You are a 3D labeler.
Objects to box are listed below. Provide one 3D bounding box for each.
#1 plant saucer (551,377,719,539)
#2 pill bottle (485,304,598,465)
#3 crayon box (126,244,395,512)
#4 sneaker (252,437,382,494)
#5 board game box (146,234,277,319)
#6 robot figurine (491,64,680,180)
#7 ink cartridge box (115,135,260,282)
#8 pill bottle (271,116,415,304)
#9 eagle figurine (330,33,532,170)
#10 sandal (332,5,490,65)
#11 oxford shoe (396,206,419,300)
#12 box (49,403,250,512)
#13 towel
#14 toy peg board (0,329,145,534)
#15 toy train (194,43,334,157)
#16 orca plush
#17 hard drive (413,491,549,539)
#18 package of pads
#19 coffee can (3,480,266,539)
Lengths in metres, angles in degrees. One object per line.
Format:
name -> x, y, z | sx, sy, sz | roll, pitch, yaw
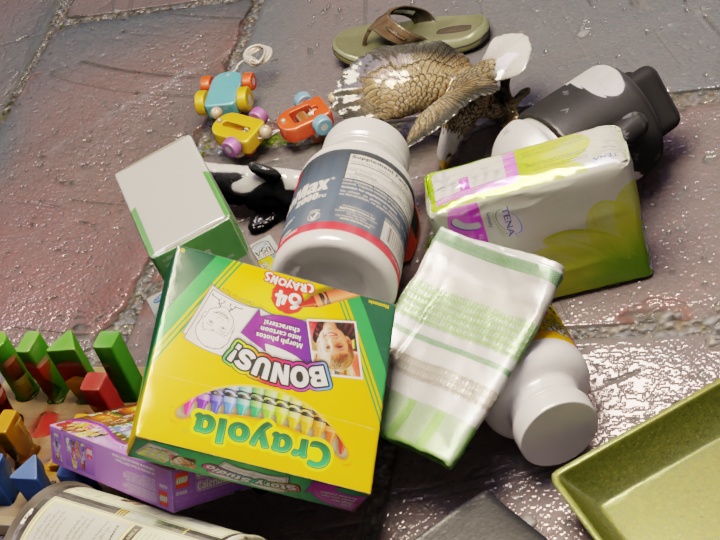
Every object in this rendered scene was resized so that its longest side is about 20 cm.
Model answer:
plant saucer -> 0.285, 0.194, 1.138 | 0.198, 0.048, 0.200 | -28, 41, -7
pill bottle -> 0.141, 0.079, 1.281 | 0.103, 0.105, 0.201 | -23, 41, -2
crayon box -> -0.079, 0.090, 1.190 | 0.197, 0.058, 0.175 | 15, 59, -12
sneaker -> -0.018, 0.151, 1.311 | 0.197, 0.076, 0.080 | -16, 56, 13
board game box -> -0.117, 0.064, 1.450 | 0.150, 0.047, 0.200 | -28, 41, -7
robot figurine -> 0.228, -0.127, 1.454 | 0.199, 0.151, 0.125 | -33, 59, -15
ink cartridge box -> -0.139, 0.000, 1.340 | 0.083, 0.201, 0.146 | -28, 41, -4
pill bottle -> -0.010, -0.050, 1.358 | 0.118, 0.121, 0.201 | -6, 40, 17
eagle figurine -> 0.091, -0.180, 1.551 | 0.151, 0.198, 0.153 | -21, 71, 53
sandal -> 0.060, -0.299, 1.759 | 0.198, 0.058, 0.080 | -7, 42, 16
oxford shoe -> 0.000, 0.000, 1.461 | 0.072, 0.072, 0.201 | -5, 34, 27
box -> -0.169, 0.159, 1.275 | 0.136, 0.040, 0.199 | -12, 14, -41
towel -> 0.074, 0.061, 1.242 | 0.148, 0.031, 0.201 | 17, 69, 44
toy peg board -> -0.313, 0.149, 1.403 | 0.197, 0.099, 0.201 | -2, 44, 22
toy train -> -0.114, -0.190, 1.722 | 0.149, 0.056, 0.200 | -30, 45, -12
orca plush -> -0.123, -0.079, 1.587 | 0.197, 0.105, 0.072 | 9, 85, -1
hard drive -> 0.071, 0.270, 1.150 | 0.199, 0.043, 0.135 | -37, 43, -18
package of pads -> 0.169, -0.046, 1.365 | 0.197, 0.156, 0.069 | -14, 41, 8
coffee can -> -0.182, 0.268, 1.180 | 0.198, 0.147, 0.147 | 9, 49, 31
